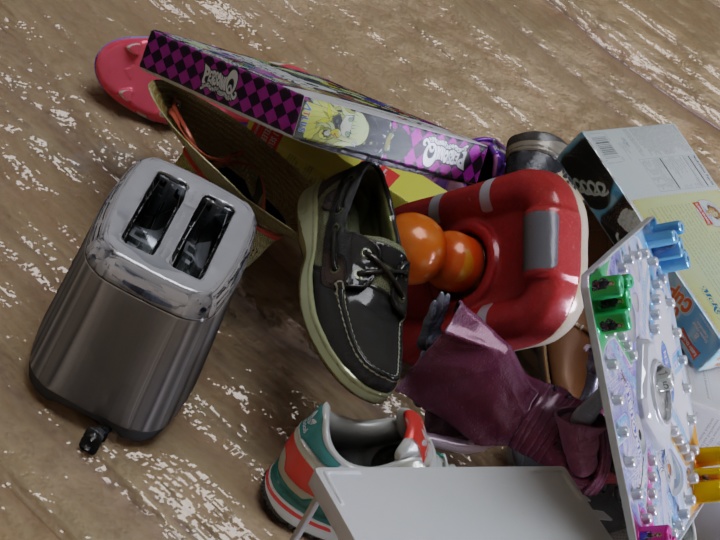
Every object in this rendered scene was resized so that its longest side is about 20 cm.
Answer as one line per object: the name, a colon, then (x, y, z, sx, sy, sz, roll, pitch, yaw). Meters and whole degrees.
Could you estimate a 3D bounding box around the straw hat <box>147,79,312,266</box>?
straw hat: (-0.104, -0.046, 1.629, 0.201, 0.085, 0.201, 39, 11, -9)

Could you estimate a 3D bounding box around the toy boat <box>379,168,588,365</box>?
toy boat: (0.062, -0.007, 1.607, 0.130, 0.199, 0.132, 18, 66, -42)

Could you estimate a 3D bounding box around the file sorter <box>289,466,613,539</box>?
file sorter: (0.057, 0.213, 1.368, 0.199, 0.125, 0.139, 3, 39, -35)

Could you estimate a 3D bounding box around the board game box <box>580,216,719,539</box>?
board game box: (0.195, 0.079, 1.428, 0.026, 0.202, 0.200, -8, 9, 21)

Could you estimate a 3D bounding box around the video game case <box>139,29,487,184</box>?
video game case: (-0.035, -0.119, 1.607, 0.180, 0.036, 0.199, 13, 10, -41)

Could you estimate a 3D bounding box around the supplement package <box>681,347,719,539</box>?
supplement package: (0.289, 0.132, 1.662, 0.198, 0.120, 0.122, 20, 32, -13)

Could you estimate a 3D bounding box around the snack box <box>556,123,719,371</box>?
snack box: (0.243, -0.021, 1.660, 0.116, 0.037, 0.201, -7, 58, -44)

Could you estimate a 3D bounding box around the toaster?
toaster: (-0.145, 0.017, 1.478, 0.113, 0.130, 0.200, 26, 32, -2)

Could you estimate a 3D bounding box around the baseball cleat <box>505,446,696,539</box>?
baseball cleat: (0.175, 0.162, 1.547, 0.069, 0.107, 0.201, 15, 38, -45)

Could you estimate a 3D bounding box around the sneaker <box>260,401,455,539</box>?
sneaker: (0.039, 0.146, 1.475, 0.198, 0.094, 0.071, 20, 33, -14)

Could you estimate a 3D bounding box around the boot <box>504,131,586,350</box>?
boot: (0.166, 0.003, 1.779, 0.200, 0.073, 0.151, 50, 44, -38)

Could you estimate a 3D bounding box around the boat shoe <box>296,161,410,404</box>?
boat shoe: (0.001, 0.000, 1.510, 0.071, 0.066, 0.202, 30, 32, -32)

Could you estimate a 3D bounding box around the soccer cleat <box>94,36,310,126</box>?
soccer cleat: (-0.126, -0.150, 1.801, 0.198, 0.067, 0.076, 6, 7, -23)

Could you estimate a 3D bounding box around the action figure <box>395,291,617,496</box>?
action figure: (0.117, 0.104, 1.499, 0.199, 0.150, 0.134, 33, 2, 13)

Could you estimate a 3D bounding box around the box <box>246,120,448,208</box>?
box: (-0.003, -0.059, 1.746, 0.199, 0.076, 0.050, 35, 33, 7)

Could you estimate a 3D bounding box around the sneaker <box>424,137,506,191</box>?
sneaker: (0.108, -0.069, 1.831, 0.199, 0.089, 0.081, -7, 45, -45)

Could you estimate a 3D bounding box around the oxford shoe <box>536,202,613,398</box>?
oxford shoe: (0.179, 0.039, 1.673, 0.071, 0.071, 0.202, 27, 63, -51)
